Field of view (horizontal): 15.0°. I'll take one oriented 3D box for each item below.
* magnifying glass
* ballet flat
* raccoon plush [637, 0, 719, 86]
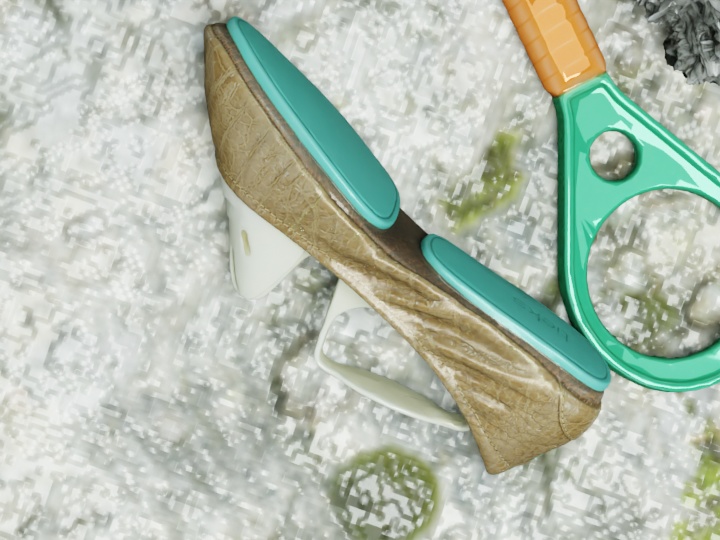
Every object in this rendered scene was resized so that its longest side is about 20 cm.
[{"bbox_3d":[0.089,-0.049,1.009,0.079,0.022,0.201,-26,95,-4],"label":"magnifying glass"},{"bbox_3d":[0.000,0.000,0.987,0.200,0.068,0.072,43,107,-8],"label":"ballet flat"},{"bbox_3d":[0.122,-0.160,0.987,0.134,0.097,0.200,42,58,-3],"label":"raccoon plush"}]
